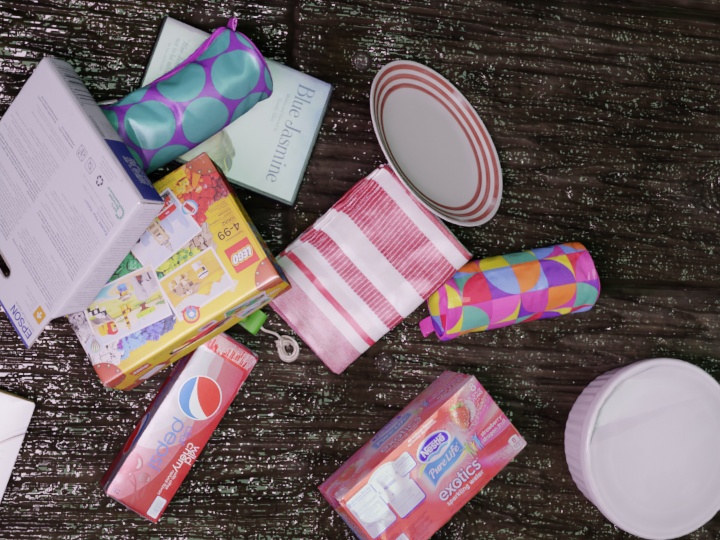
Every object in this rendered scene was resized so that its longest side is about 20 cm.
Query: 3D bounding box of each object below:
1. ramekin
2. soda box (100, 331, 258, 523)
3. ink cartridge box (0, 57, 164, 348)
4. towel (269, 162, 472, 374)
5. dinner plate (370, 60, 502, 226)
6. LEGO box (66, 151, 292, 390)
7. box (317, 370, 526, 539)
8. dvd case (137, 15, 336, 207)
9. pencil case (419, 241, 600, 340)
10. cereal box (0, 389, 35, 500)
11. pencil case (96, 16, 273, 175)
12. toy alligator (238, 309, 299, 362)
[{"bbox_3d":[0.327,0.199,1.399,0.201,0.094,0.204,0,91,-16],"label":"ramekin"},{"bbox_3d":[-0.187,0.155,1.258,0.063,0.070,0.200,34,81,-13],"label":"soda box"},{"bbox_3d":[-0.296,-0.064,1.163,0.200,0.043,0.197,-48,64,24],"label":"ink cartridge box"},{"bbox_3d":[0.000,0.000,1.297,0.200,0.023,0.144,-41,101,13],"label":"towel"},{"bbox_3d":[0.079,-0.135,1.316,0.200,0.024,0.201,28,47,-34],"label":"dinner plate"},{"bbox_3d":[-0.193,0.003,1.206,0.199,0.077,0.149,-32,79,2],"label":"LEGO box"},{"bbox_3d":[0.065,0.211,1.320,0.200,0.095,0.103,-42,101,-13],"label":"box"},{"bbox_3d":[-0.140,-0.167,1.299,0.199,0.018,0.143,20,84,-16],"label":"dvd case"},{"bbox_3d":[0.165,0.022,1.360,0.199,0.088,0.089,-10,93,-14],"label":"pencil case"},{"bbox_3d":[-0.423,0.202,1.204,0.143,0.040,0.201,20,85,-16],"label":"cereal box"},{"bbox_3d":[-0.190,-0.167,1.232,0.200,0.085,0.093,-34,112,-14],"label":"pencil case"},{"bbox_3d":[-0.137,0.034,1.281,0.200,0.054,0.059,38,80,-13],"label":"toy alligator"}]
